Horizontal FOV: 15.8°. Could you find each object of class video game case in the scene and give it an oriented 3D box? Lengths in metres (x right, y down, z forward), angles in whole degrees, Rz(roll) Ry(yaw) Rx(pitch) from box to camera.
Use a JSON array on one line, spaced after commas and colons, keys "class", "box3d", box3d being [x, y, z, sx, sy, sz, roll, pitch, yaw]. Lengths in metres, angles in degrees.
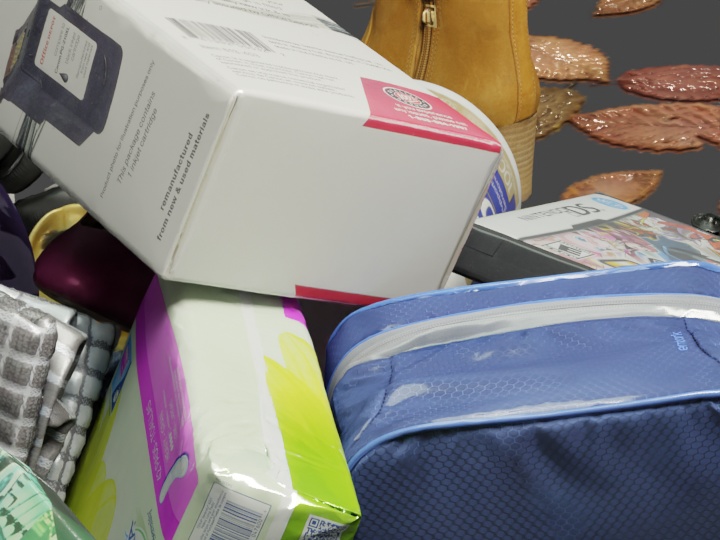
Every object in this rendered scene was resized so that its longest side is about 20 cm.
[{"class": "video game case", "box3d": [0.160, 0.014, 1.148, 0.199, 0.026, 0.181, 22, 14, 21]}]

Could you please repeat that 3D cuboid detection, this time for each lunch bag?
[{"class": "lunch bag", "box3d": [0.070, 0.082, 1.015, 0.199, 0.136, 0.132, -6, 26, 2]}]

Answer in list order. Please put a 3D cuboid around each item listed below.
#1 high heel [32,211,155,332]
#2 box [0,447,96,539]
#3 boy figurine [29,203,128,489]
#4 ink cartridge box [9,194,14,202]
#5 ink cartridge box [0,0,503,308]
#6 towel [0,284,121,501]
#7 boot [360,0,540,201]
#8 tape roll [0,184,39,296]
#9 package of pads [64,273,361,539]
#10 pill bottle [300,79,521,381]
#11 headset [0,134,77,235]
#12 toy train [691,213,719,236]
[{"class": "high heel", "box3d": [-0.091, -0.031, 1.149, 0.067, 0.096, 0.200, 25, 10, 1]}, {"class": "box", "box3d": [-0.114, 0.169, 0.860, 0.144, 0.036, 0.200, -48, 49, -2]}, {"class": "boy figurine", "box3d": [-0.121, 0.033, 1.236, 0.124, 0.065, 0.200, -10, 30, -4]}, {"class": "ink cartridge box", "box3d": [-0.271, -0.109, 1.397, 0.083, 0.201, 0.146, 23, 38, 39]}, {"class": "ink cartridge box", "box3d": [-0.063, -0.068, 1.072, 0.144, 0.085, 0.200, 9, 21, -41]}, {"class": "towel", "box3d": [-0.216, 0.064, 1.033, 0.199, 0.166, 0.086, 19, -7, 12]}, {"class": "boot", "box3d": [0.019, -0.124, 1.435, 0.201, 0.144, 0.071, 17, 33, 38]}, {"class": "tape roll", "box3d": [-0.248, 0.011, 1.145, 0.199, 0.201, 0.085, -1, -18, 9]}, {"class": "package of pads", "box3d": [-0.067, 0.099, 0.987, 0.068, 0.155, 0.200, 18, 21, -16]}, {"class": "pill bottle", "box3d": [0.000, 0.000, 1.212, 0.119, 0.120, 0.200, 2, 27, 15]}, {"class": "headset", "box3d": [-0.177, -0.049, 1.370, 0.200, 0.124, 0.094, -47, 20, -31]}, {"class": "toy train", "box3d": [0.148, 0.013, 1.260, 0.046, 0.034, 0.200, 28, 39, 30]}]
